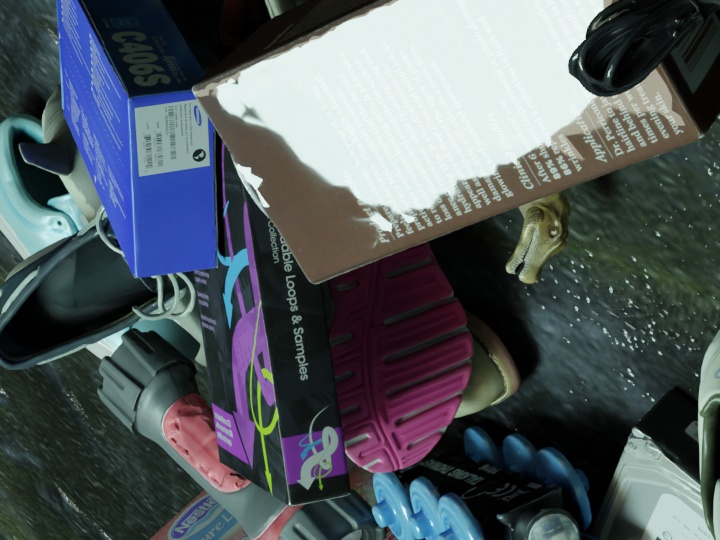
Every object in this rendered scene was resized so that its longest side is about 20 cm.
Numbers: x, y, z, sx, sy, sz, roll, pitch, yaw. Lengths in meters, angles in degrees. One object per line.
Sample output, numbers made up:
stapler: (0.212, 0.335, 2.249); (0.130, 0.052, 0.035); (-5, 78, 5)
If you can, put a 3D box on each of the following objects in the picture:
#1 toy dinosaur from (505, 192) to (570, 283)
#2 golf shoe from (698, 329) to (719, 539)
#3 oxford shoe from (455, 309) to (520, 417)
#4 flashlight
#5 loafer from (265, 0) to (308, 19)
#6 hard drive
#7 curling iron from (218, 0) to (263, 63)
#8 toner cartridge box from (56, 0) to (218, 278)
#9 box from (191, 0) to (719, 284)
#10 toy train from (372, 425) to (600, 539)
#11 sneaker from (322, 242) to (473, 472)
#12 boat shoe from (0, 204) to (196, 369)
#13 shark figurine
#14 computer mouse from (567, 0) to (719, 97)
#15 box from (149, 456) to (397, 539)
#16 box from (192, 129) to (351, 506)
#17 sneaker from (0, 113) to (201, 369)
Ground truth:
toy dinosaur: (0.062, -0.096, 0.844); (0.100, 0.058, 0.201); (15, 126, 22)
golf shoe: (0.170, 0.106, 0.832); (0.078, 0.097, 0.201); (5, 121, 35)
oxford shoe: (0.011, 0.064, 1.071); (0.199, 0.074, 0.071); (-12, 113, 58)
flashlight: (-0.074, 0.107, 1.144); (0.200, 0.068, 0.068); (41, -174, 28)
loafer: (-0.033, -0.164, 0.860); (0.070, 0.070, 0.201); (7, 130, 52)
hard drive: (0.177, 0.162, 0.991); (0.139, 0.038, 0.201); (40, 151, 19)
curling iron: (-0.054, -0.120, 0.991); (0.050, 0.026, 0.200); (47, 152, 11)
toner cartridge box: (-0.115, -0.085, 0.990); (0.200, 0.043, 0.096); (-122, 30, -56)
box: (0.041, -0.077, 0.784); (0.199, 0.075, 0.101); (-20, 110, 35)
toy train: (0.074, 0.150, 1.036); (0.115, 0.086, 0.200); (69, 164, -8)
sneaker: (0.000, 0.000, 0.991); (0.088, 0.081, 0.202); (-156, 56, -71)
boat shoe: (-0.120, -0.010, 1.069); (0.199, 0.062, 0.075); (-26, 112, 15)
shark figurine: (-0.114, -0.035, 1.136); (0.215, 0.089, 0.128); (55, -174, 7)
computer mouse: (0.175, -0.042, 0.699); (0.200, 0.110, 0.044); (46, 179, -9)
box: (-0.064, 0.192, 1.201); (0.094, 0.200, 0.103); (14, 137, 47)
box: (-0.053, 0.004, 0.963); (0.143, 0.036, 0.202); (-172, 74, -73)
sneaker: (-0.170, -0.015, 1.237); (0.200, 0.074, 0.082); (44, 155, 8)
